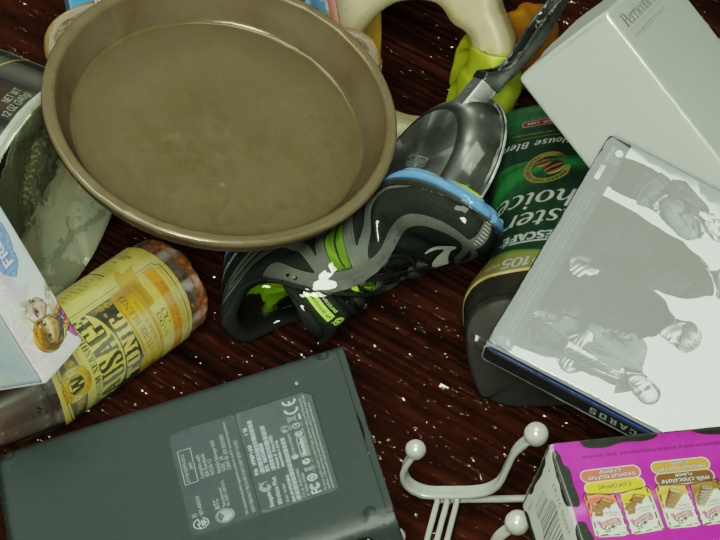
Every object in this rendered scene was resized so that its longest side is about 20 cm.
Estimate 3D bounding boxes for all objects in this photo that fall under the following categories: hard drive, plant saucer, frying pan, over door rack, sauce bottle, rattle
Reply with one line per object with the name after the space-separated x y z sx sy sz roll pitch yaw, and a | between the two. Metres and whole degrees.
-0.088 0.122 1.522 0.200 0.033 0.140 -17 41 -1 | hard drive
-0.080 -0.084 1.616 0.200 0.029 0.200 7 50 -8 | plant saucer
0.066 -0.083 1.705 0.031 0.190 0.115 33 18 -26 | frying pan
0.107 0.152 1.495 0.200 0.067 0.148 7 42 9 | over door rack
-0.172 0.055 1.612 0.066 0.066 0.200 29 50 30 | sauce bottle
0.010 -0.139 1.831 0.200 0.130 0.143 -13 28 20 | rattle

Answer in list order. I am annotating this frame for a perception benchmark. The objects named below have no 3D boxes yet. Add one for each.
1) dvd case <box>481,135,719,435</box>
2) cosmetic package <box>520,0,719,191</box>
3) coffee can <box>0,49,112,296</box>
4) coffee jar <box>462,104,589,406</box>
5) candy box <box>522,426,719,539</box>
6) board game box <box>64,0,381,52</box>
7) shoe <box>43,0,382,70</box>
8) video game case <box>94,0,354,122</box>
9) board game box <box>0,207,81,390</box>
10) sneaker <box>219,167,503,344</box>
0.187 0.031 1.554 0.200 0.025 0.150 28 65 10 | dvd case
0.191 -0.066 1.647 0.200 0.071 0.101 51 33 -4 | cosmetic package
-0.260 -0.073 1.696 0.200 0.147 0.146 22 45 23 | coffee can
0.116 -0.009 1.665 0.104 0.085 0.200 -5 39 13 | coffee jar
0.173 0.175 1.408 0.136 0.061 0.200 -4 54 -17 | candy box
-0.097 -0.191 1.914 0.200 0.040 0.153 -7 41 -8 | board game box
-0.089 -0.117 1.720 0.200 0.053 0.070 6 60 -6 | shoe
-0.079 -0.127 1.683 0.143 0.017 0.200 -2 57 -13 | video game case
-0.273 -0.018 1.535 0.199 0.200 0.041 -10 29 39 | board game box
-0.001 0.000 1.632 0.199 0.071 0.083 -17 44 37 | sneaker
